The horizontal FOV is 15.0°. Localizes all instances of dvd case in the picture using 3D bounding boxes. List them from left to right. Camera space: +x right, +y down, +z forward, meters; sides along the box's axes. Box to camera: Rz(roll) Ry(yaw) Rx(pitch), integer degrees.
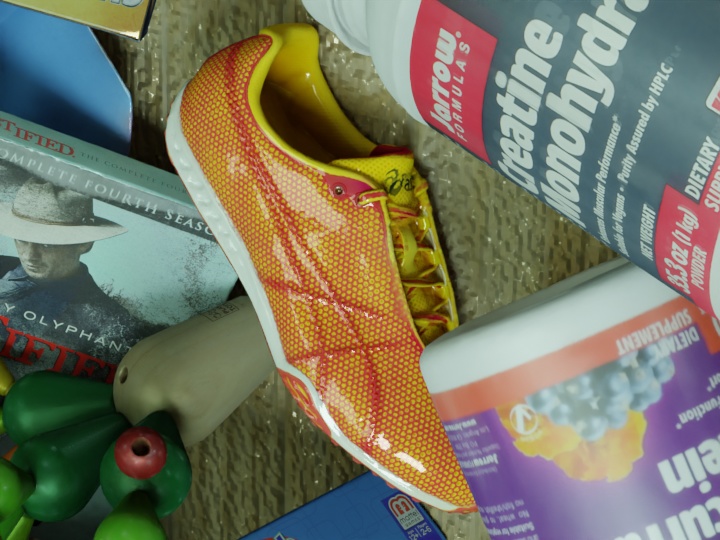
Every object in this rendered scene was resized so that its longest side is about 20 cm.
[{"bbox_3d":[-0.142,0.026,1.114,0.146,0.022,0.200,21,126,-13],"label":"dvd case"}]

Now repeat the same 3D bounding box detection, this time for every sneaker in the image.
[{"bbox_3d":[0.000,0.000,1.011,0.077,0.073,0.200,-35,85,32],"label":"sneaker"}]

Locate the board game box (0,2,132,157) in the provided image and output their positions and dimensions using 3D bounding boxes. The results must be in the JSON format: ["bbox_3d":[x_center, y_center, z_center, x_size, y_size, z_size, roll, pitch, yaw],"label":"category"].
[{"bbox_3d":[-0.164,-0.087,1.138,0.158,0.039,0.200,-36,85,35],"label":"board game box"}]

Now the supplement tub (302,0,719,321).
[{"bbox_3d":[0.092,-0.081,0.854,0.200,0.140,0.141,35,125,25],"label":"supplement tub"}]

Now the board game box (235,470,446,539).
[{"bbox_3d":[-0.077,0.159,1.045,0.045,0.200,0.152,53,130,12],"label":"board game box"}]

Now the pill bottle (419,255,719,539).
[{"bbox_3d":[0.107,0.097,0.927,0.111,0.111,0.200,-23,91,42],"label":"pill bottle"}]

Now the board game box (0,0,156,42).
[{"bbox_3d":[-0.158,-0.177,1.005,0.200,0.035,0.136,17,101,-3],"label":"board game box"}]

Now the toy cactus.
[{"bbox_3d":[-0.107,0.059,1.049,0.102,0.165,0.200,61,159,-15],"label":"toy cactus"}]
